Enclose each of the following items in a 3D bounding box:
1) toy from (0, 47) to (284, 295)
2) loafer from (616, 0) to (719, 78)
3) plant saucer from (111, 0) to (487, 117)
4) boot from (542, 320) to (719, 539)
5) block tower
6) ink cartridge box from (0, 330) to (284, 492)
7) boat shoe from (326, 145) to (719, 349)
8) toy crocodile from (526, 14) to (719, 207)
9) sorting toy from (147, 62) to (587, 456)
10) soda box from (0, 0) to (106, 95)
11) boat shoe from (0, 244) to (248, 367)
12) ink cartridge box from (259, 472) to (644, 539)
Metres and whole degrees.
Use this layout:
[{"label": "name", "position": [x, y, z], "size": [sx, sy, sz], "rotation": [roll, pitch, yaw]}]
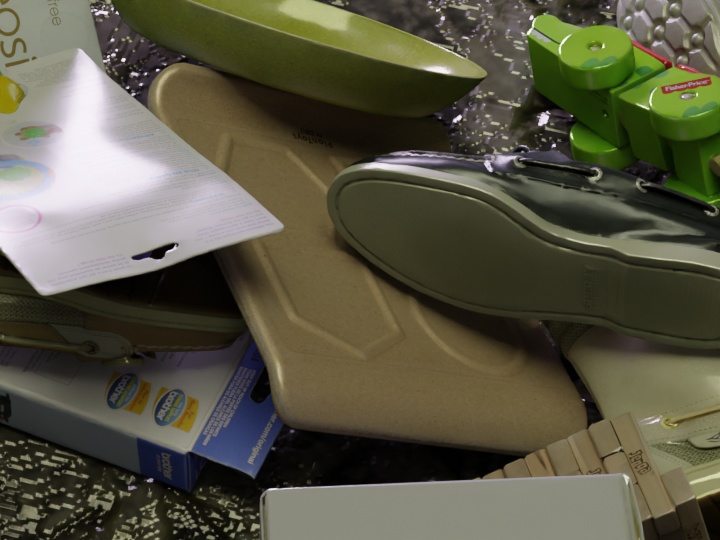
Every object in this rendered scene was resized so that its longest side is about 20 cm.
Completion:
[{"label": "toy", "position": [-0.132, -0.033, 1.207], "size": [0.115, 0.047, 0.200], "rotation": [-17, 38, -27]}, {"label": "loafer", "position": [0.199, -0.085, 1.364], "size": [0.070, 0.070, 0.200], "rotation": [4, 40, -41]}, {"label": "plant saucer", "position": [-0.037, -0.113, 1.332], "size": [0.200, 0.031, 0.200], "rotation": [16, 10, -3]}, {"label": "boot", "position": [0.196, 0.040, 1.254], "size": [0.200, 0.072, 0.155], "rotation": [-16, 52, -9]}, {"label": "block tower", "position": [0.046, 0.128, 1.159], "size": [0.200, 0.054, 0.058], "rotation": [-23, 55, 2]}, {"label": "ink cartridge box", "position": [-0.116, 0.029, 1.275], "size": [0.200, 0.042, 0.119], "rotation": [18, 53, 15]}, {"label": "boat shoe", "position": [0.087, -0.023, 1.227], "size": [0.199, 0.075, 0.066], "rotation": [11, 44, 10]}, {"label": "toy crocodile", "position": [0.149, -0.076, 1.324], "size": [0.062, 0.068, 0.200], "rotation": [-29, 36, -20]}, {"label": "sorting toy", "position": [0.000, 0.000, 1.260], "size": [0.185, 0.036, 0.200], "rotation": [10, 45, -39]}, {"label": "soda box", "position": [-0.177, -0.157, 1.337], "size": [0.068, 0.064, 0.200], "rotation": [-14, 93, -13]}, {"label": "boat shoe", "position": [-0.146, 0.012, 1.236], "size": [0.200, 0.063, 0.073], "rotation": [6, 35, -4]}, {"label": "ink cartridge box", "position": [0.035, 0.169, 1.064], "size": [0.146, 0.200, 0.084], "rotation": [-3, 51, -4]}]
